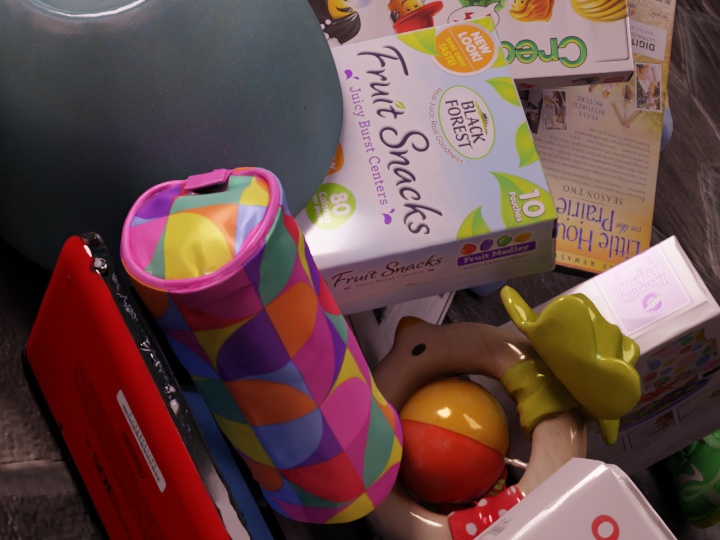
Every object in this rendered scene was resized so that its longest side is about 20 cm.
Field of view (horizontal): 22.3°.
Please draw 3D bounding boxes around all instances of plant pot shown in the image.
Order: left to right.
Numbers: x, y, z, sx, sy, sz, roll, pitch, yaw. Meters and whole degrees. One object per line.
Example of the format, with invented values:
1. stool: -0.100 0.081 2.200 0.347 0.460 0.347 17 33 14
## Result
1. plant pot: -0.113 -0.114 0.901 0.135 0.198 0.201 80 -8 -56

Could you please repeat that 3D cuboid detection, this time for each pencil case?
1. pencil case: -0.042 0.038 0.874 0.201 0.087 0.089 65 10 -45

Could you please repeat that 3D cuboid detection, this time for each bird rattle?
1. bird rattle: 0.070 0.103 0.958 0.162 0.202 0.112 15 0 26

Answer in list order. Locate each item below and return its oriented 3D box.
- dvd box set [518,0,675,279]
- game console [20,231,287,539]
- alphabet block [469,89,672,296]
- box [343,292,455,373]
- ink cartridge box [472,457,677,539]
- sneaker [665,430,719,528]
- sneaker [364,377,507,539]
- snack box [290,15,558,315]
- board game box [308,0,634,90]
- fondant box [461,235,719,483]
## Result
1. dvd box set: 0.127 -0.101 1.152 0.145 0.029 0.202 10 82 -27
2. game console: -0.069 0.093 0.872 0.118 0.173 0.201 -16 65 -31
3. alphabet block: 0.088 -0.145 1.305 0.195 0.196 0.201 39 29 -21
4. box: 0.000 0.000 1.079 0.200 0.060 0.118 -62 136 -55
5. ink cartridge box: 0.074 0.203 0.830 0.147 0.199 0.083 52 -6 0
6. sneaker: 0.240 0.115 1.342 0.083 0.074 0.201 41 19 -20
7. sneaker: 0.049 0.139 1.012 0.077 0.085 0.201 23 37 -39
8. snack box: -0.010 -0.049 0.961 0.053 0.198 0.143 85 -8 -57
9. board game box: 0.060 -0.170 1.097 0.035 0.197 0.128 91 -5 -83
10. fondant box: 0.144 0.071 1.092 0.059 0.143 0.200 63 1 25
